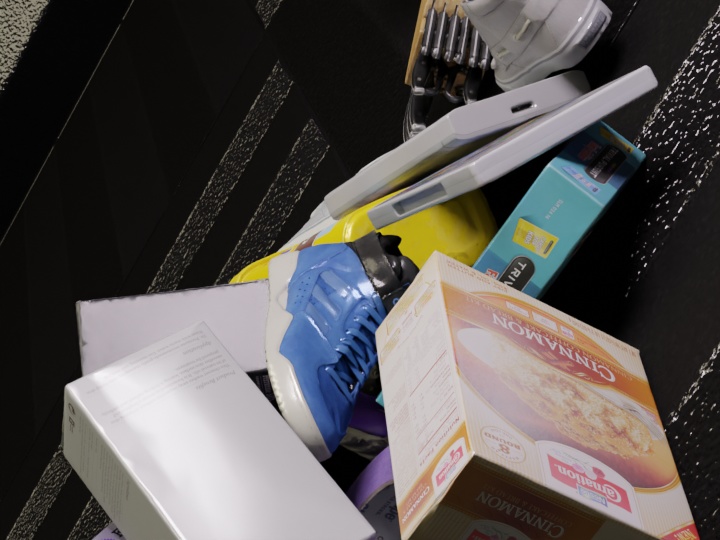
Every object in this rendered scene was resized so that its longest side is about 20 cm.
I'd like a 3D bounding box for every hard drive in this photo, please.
[{"bbox_3d":[0.072,-0.094,1.476,0.200,0.132,0.027,-29,83,58],"label":"hard drive"}]

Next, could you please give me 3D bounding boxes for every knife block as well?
[{"bbox_3d":[0.075,-0.187,1.639,0.200,0.064,0.176,-96,20,-82],"label":"knife block"}]

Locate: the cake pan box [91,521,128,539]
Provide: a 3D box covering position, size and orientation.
[{"bbox_3d":[-0.102,0.223,1.332,0.052,0.200,0.184,21,48,37],"label":"cake pan box"}]

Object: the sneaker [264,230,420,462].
[{"bbox_3d":[-0.002,0.042,1.299,0.111,0.077,0.200,-18,32,9],"label":"sneaker"}]

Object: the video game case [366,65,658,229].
[{"bbox_3d":[0.096,-0.079,1.281,0.143,0.018,0.200,-30,3,-19],"label":"video game case"}]

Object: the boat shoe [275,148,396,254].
[{"bbox_3d":[-0.009,-0.033,1.662,0.201,0.070,0.072,-40,17,21],"label":"boat shoe"}]

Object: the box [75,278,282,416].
[{"bbox_3d":[-0.124,0.090,1.424,0.200,0.141,0.079,85,176,-63],"label":"box"}]

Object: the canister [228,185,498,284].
[{"bbox_3d":[0.000,0.000,1.504,0.148,0.087,0.200,-22,-3,-33],"label":"canister"}]

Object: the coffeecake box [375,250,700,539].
[{"bbox_3d":[0.097,0.096,1.091,0.073,0.153,0.200,-55,21,25],"label":"coffeecake box"}]

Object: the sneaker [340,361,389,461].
[{"bbox_3d":[0.009,0.089,1.461,0.100,0.069,0.200,-62,19,-3],"label":"sneaker"}]

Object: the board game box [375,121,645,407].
[{"bbox_3d":[0.102,0.004,1.272,0.200,0.047,0.151,-55,-5,24],"label":"board game box"}]

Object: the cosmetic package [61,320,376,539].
[{"bbox_3d":[-0.093,0.141,1.223,0.200,0.113,0.081,51,149,27],"label":"cosmetic package"}]

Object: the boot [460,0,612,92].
[{"bbox_3d":[0.118,-0.194,1.468,0.074,0.095,0.200,-57,8,-11],"label":"boot"}]

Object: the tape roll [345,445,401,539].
[{"bbox_3d":[0.028,0.211,1.258,0.200,0.066,0.200,-51,23,31],"label":"tape roll"}]
